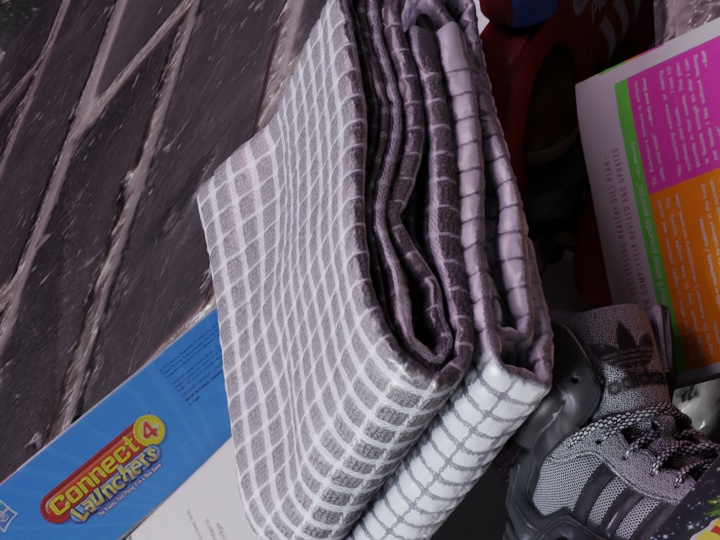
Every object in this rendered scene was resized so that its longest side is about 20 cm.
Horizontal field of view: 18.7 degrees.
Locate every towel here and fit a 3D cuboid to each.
[{"bbox_3d":[0.000,0.000,0.868,0.166,0.085,0.200,119,149,-51],"label":"towel"}]

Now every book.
[{"bbox_3d":[0.169,-0.039,0.815,0.200,0.048,0.134,-21,80,51],"label":"book"}]

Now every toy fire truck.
[{"bbox_3d":[0.086,-0.086,0.964,0.112,0.168,0.200,11,43,25],"label":"toy fire truck"}]

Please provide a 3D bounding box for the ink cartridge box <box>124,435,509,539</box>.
[{"bbox_3d":[-0.042,0.150,0.999,0.200,0.146,0.084,-45,62,34],"label":"ink cartridge box"}]

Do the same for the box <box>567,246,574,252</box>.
[{"bbox_3d":[0.075,-0.025,1.159,0.200,0.038,0.137,-49,20,20],"label":"box"}]

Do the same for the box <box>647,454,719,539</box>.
[{"bbox_3d":[0.113,0.142,0.626,0.136,0.038,0.200,21,57,42],"label":"box"}]

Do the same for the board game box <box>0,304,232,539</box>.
[{"bbox_3d":[-0.100,0.091,1.081,0.200,0.056,0.196,-40,-5,-17],"label":"board game box"}]

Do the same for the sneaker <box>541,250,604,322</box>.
[{"bbox_3d":[0.068,0.019,1.052,0.200,0.075,0.082,13,54,44],"label":"sneaker"}]

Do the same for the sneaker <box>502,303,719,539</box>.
[{"bbox_3d":[0.110,0.067,0.796,0.200,0.075,0.114,-12,84,60],"label":"sneaker"}]

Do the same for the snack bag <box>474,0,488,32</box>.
[{"bbox_3d":[0.038,-0.082,1.181,0.189,0.021,0.200,-43,29,24],"label":"snack bag"}]
